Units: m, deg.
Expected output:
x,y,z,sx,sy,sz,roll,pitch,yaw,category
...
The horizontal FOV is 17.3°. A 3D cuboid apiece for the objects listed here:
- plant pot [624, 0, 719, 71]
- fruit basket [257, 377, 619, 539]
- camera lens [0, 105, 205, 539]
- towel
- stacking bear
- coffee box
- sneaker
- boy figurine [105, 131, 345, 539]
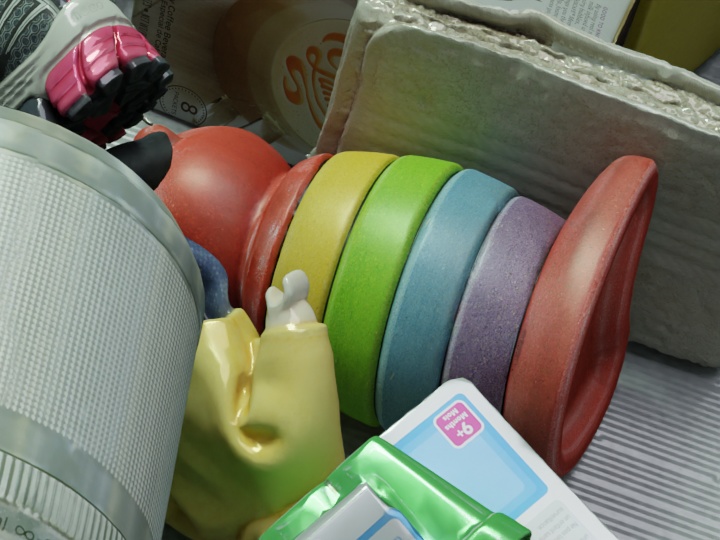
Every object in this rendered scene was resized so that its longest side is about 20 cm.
x,y,z,sx,sy,sz,roll,pitch,yaw,category
0.100,-0.187,1.074,0.199,0.201,0.177,26,52,10,plant pot
0.031,0.158,0.745,0.185,0.094,0.200,-39,69,-12,fruit basket
-0.137,0.059,0.734,0.159,0.160,0.201,12,51,-5,camera lens
0.079,-0.038,0.948,0.199,0.133,0.035,21,49,1,towel
0.000,0.000,0.916,0.199,0.122,0.114,18,38,15,stacking bear
0.008,-0.101,1.005,0.199,0.115,0.080,22,48,7,coffee box
-0.136,-0.054,0.864,0.080,0.200,0.075,-30,83,-41,sneaker
-0.044,0.047,0.846,0.064,0.124,0.200,-28,76,-46,boy figurine
